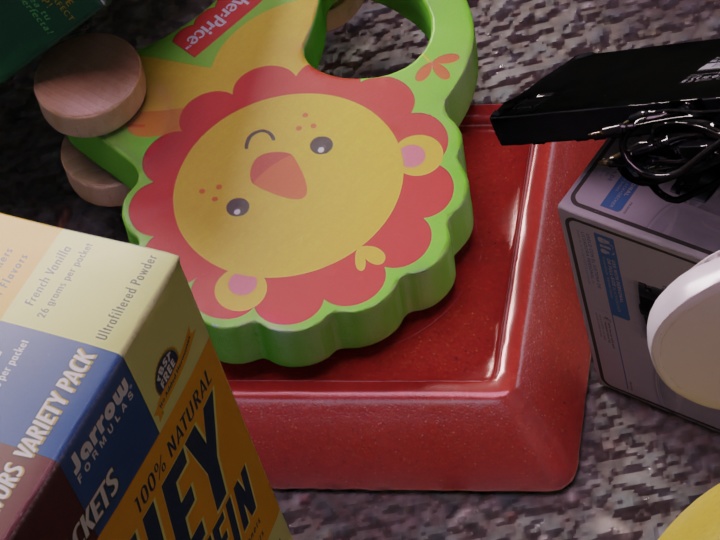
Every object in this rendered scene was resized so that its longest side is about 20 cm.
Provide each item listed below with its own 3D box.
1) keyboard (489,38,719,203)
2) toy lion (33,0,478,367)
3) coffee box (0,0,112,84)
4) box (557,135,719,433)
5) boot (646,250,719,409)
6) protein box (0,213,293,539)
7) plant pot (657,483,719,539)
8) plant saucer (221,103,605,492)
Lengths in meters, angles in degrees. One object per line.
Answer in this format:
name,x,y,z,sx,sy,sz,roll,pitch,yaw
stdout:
keyboard,0.133,-0.053,0.911,0.200,0.040,0.104,-3,22,44
toy lion,-0.024,-0.057,1.071,0.192,0.069,0.200,35,66,28
coffee box,-0.152,-0.114,1.115,0.200,0.044,0.123,-30,13,42
box,0.179,0.022,0.952,0.200,0.117,0.060,22,59,29
boot,0.190,-0.016,0.870,0.199,0.074,0.096,-12,38,4
protein box,-0.152,0.086,0.931,0.198,0.200,0.135,13,55,25
plant pot,0.158,0.139,0.831,0.200,0.200,0.142,-19,23,-1
plant saucer,0.000,0.000,1.074,0.199,0.037,0.200,0,50,15
